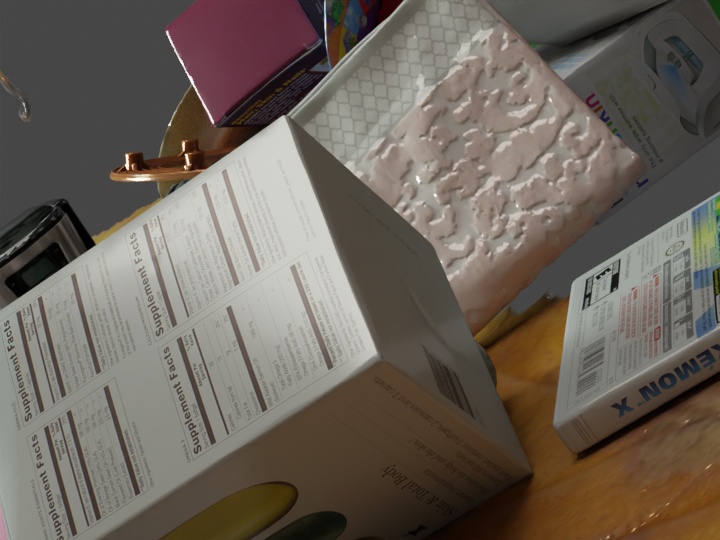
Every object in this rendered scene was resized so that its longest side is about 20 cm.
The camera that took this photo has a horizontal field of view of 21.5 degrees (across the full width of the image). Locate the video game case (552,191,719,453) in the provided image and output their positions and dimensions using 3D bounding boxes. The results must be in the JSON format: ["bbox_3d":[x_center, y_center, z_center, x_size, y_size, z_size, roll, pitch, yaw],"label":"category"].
[{"bbox_3d":[0.180,0.000,0.939,0.182,0.022,0.200,-33,11,18],"label":"video game case"}]

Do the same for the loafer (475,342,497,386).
[{"bbox_3d":[-0.014,0.098,1.020,0.199,0.070,0.070,-28,5,14],"label":"loafer"}]

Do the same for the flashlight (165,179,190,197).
[{"bbox_3d":[-0.115,-0.043,1.393,0.068,0.068,0.200,-12,8,-9],"label":"flashlight"}]

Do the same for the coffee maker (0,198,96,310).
[{"bbox_3d":[-0.230,0.059,1.463,0.192,0.200,0.135,-22,17,50],"label":"coffee maker"}]

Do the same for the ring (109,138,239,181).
[{"bbox_3d":[-0.078,-0.085,1.342,0.199,0.019,0.200,-5,8,1],"label":"ring"}]

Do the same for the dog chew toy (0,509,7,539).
[{"bbox_3d":[-0.185,0.141,1.220,0.124,0.125,0.200,-36,19,-1],"label":"dog chew toy"}]

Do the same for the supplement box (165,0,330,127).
[{"bbox_3d":[-0.030,-0.168,1.375,0.110,0.086,0.200,-35,-14,30],"label":"supplement box"}]

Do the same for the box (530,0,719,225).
[{"bbox_3d":[0.169,-0.118,1.270,0.176,0.097,0.200,-35,12,-8],"label":"box"}]

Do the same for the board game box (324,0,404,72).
[{"bbox_3d":[0.049,-0.170,1.257,0.039,0.159,0.200,7,39,34],"label":"board game box"}]

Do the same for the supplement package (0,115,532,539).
[{"bbox_3d":[-0.056,0.064,0.909,0.200,0.152,0.151,-33,52,15],"label":"supplement package"}]

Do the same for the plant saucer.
[{"bbox_3d":[-0.080,-0.119,1.536,0.200,0.035,0.201,-42,-24,-24],"label":"plant saucer"}]

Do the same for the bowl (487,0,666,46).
[{"bbox_3d":[0.179,-0.220,1.227,0.200,0.075,0.200,-18,19,50],"label":"bowl"}]

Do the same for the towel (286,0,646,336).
[{"bbox_3d":[0.041,-0.058,1.151,0.200,0.191,0.032,-44,-22,9],"label":"towel"}]
